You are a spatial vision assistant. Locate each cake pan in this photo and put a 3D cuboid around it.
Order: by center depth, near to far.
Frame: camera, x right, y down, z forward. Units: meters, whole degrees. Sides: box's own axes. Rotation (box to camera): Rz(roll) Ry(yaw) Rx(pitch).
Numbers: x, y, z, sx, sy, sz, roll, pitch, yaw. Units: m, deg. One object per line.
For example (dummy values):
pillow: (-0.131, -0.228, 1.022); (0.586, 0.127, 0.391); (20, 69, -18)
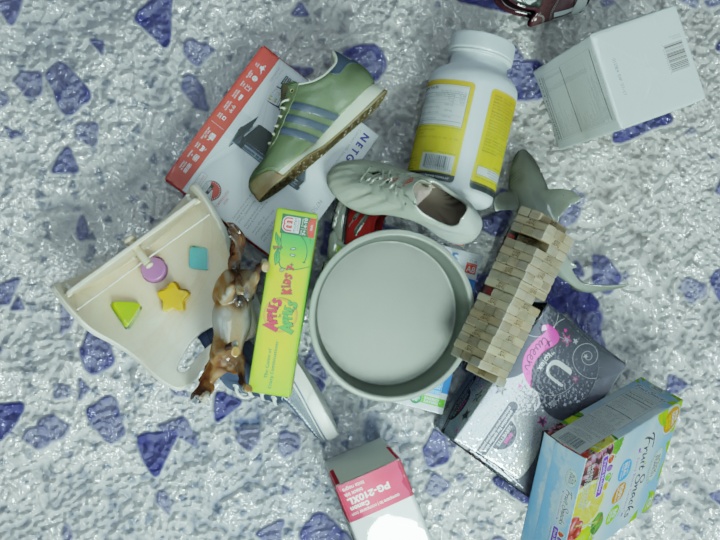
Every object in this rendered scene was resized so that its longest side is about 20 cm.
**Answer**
cake pan: (0.035, 0.052, 1.132); (0.199, 0.037, 0.202); (-1, 95, -12)

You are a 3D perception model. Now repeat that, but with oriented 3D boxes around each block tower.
block tower: (0.175, 0.030, 1.118); (0.058, 0.054, 0.201); (24, 90, -39)

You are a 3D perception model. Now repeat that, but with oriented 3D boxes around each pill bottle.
pill bottle: (0.128, -0.183, 1.180); (0.111, 0.112, 0.201); (14, 87, -8)

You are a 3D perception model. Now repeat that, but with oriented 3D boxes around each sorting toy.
sorting toy: (-0.216, 0.034, 1.119); (0.200, 0.107, 0.180); (-36, 89, -7)

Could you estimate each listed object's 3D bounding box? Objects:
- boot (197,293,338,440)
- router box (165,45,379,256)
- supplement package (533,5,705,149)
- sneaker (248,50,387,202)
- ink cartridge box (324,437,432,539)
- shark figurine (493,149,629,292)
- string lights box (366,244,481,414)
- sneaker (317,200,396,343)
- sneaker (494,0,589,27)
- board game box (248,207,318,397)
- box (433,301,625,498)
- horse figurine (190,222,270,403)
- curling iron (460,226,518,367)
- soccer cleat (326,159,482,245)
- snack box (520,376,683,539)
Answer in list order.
boot: (-0.112, 0.134, 1.169); (0.090, 0.073, 0.201); (-33, 86, 0)
router box: (-0.106, -0.137, 1.175); (0.179, 0.049, 0.201); (36, 84, -7)
supplement package: (0.303, -0.226, 1.163); (0.109, 0.200, 0.114); (-20, 94, -8)
sneaker: (-0.070, -0.175, 1.128); (0.200, 0.067, 0.090); (-41, 88, -7)
ink cartridge box: (0.035, 0.316, 1.145); (0.084, 0.145, 0.201); (-22, 93, -7)
shark figurine: (0.244, -0.054, 1.183); (0.089, 0.128, 0.215); (-29, 89, 34)
string lights box: (0.073, 0.066, 1.196); (0.102, 0.059, 0.201); (14, 88, -8)
sneaker: (0.000, 0.000, 1.166); (0.084, 0.077, 0.201); (8, 89, 13)
sneaker: (0.202, -0.402, 1.214); (0.115, 0.076, 0.201); (-25, 94, -5)
board game box: (-0.086, 0.039, 1.091); (0.047, 0.102, 0.201); (9, 84, -2)
box: (0.205, 0.154, 1.188); (0.132, 0.115, 0.200); (37, 84, -7)
horse figurine: (-0.140, 0.052, 1.056); (0.050, 0.132, 0.202); (7, 86, -20)
curling iron: (0.174, 0.032, 1.229); (0.049, 0.026, 0.201); (26, 86, -5)
soccer cleat: (0.048, -0.089, 1.106); (0.199, 0.078, 0.070); (23, 76, 20)
snack box: (0.287, 0.239, 1.148); (0.199, 0.068, 0.170); (-20, 127, -40)
